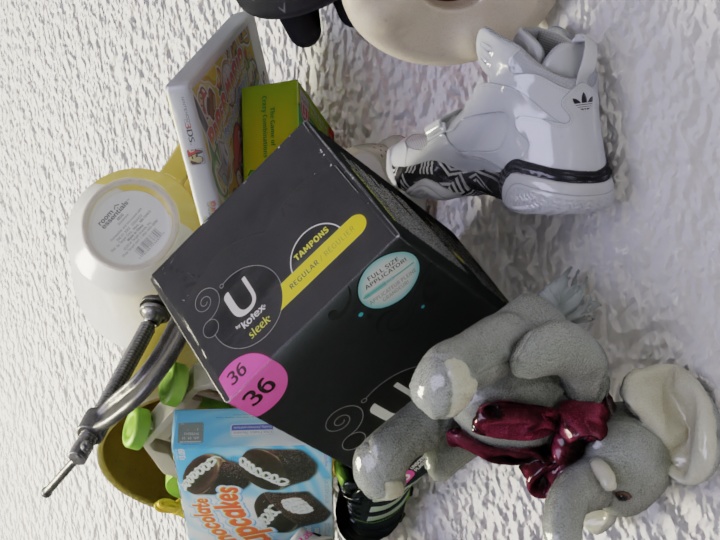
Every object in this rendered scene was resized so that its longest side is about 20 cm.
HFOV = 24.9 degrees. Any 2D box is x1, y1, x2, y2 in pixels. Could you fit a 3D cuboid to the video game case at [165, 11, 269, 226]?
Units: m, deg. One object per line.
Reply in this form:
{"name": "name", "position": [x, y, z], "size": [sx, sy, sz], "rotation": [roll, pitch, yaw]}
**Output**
{"name": "video game case", "position": [-0.093, -0.087, 1.255], "size": [0.200, 0.023, 0.182], "rotation": [-66, -33, -64]}

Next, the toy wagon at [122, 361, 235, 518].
{"name": "toy wagon", "position": [-0.104, 0.131, 1.262], "size": [0.200, 0.155, 0.040], "rotation": [-47, 35, 43]}

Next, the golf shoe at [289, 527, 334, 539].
{"name": "golf shoe", "position": [-0.023, 0.239, 1.237], "size": [0.200, 0.073, 0.092], "rotation": [-16, 86, 20]}

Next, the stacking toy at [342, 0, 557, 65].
{"name": "stacking toy", "position": [0.047, -0.248, 1.074], "size": [0.146, 0.146, 0.200], "rotation": [117, 151, -44]}

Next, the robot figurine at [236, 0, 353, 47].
{"name": "robot figurine", "position": [-0.057, -0.263, 1.182], "size": [0.125, 0.150, 0.200], "rotation": [21, 146, 47]}

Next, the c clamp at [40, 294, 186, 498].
{"name": "c clamp", "position": [-0.169, 0.064, 1.242], "size": [0.171, 0.027, 0.200], "rotation": [-37, 21, 48]}

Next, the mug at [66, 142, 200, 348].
{"name": "mug", "position": [-0.192, -0.035, 1.433], "size": [0.153, 0.149, 0.187], "rotation": [85, -179, -74]}

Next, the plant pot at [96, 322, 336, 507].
{"name": "plant pot", "position": [-0.117, 0.097, 1.365], "size": [0.200, 0.200, 0.142], "rotation": [121, 154, -46]}

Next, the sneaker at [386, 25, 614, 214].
{"name": "sneaker", "position": [0.089, -0.101, 1.062], "size": [0.200, 0.075, 0.115], "rotation": [13, 106, 54]}

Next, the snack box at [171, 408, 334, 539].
{"name": "snack box", "position": [-0.078, 0.172, 1.254], "size": [0.200, 0.116, 0.037], "rotation": [89, 179, -53]}

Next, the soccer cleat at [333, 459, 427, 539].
{"name": "soccer cleat", "position": [0.009, 0.154, 1.237], "size": [0.200, 0.081, 0.068], "rotation": [-56, 48, 51]}

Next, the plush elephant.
{"name": "plush elephant", "position": [0.118, 0.101, 0.983], "size": [0.155, 0.200, 0.165], "rotation": [48, 142, 12]}

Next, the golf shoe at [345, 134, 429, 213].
{"name": "golf shoe", "position": [0.000, 0.000, 1.216], "size": [0.075, 0.091, 0.200], "rotation": [21, 115, 55]}

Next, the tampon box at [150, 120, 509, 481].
{"name": "tampon box", "position": [-0.005, 0.028, 1.074], "size": [0.150, 0.200, 0.126], "rotation": [-45, 51, 9]}

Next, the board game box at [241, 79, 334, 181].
{"name": "board game box", "position": [-0.052, -0.032, 1.247], "size": [0.102, 0.048, 0.200], "rotation": [51, -146, -67]}
